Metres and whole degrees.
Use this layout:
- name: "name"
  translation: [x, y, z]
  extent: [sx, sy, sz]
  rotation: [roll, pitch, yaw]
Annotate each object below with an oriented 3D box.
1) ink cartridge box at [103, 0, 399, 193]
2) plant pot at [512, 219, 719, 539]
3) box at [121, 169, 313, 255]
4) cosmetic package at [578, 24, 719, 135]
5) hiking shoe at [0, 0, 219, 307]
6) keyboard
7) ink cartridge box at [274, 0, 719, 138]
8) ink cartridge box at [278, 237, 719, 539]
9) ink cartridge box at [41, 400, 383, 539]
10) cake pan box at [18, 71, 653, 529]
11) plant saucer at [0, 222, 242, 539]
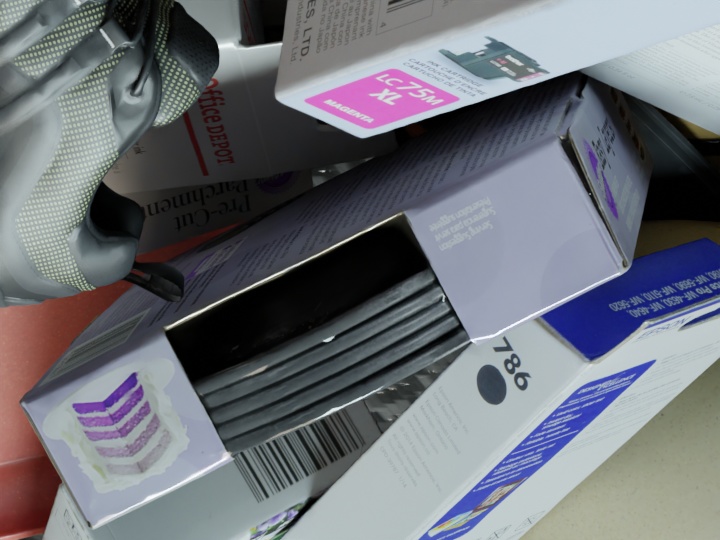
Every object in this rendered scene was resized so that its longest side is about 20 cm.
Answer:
- name: "ink cartridge box"
  translation: [-0.092, -0.072, 0.912]
  extent: [0.200, 0.067, 0.117]
  rotation: [-6, 162, 1]
- name: "plant pot"
  translation: [0.106, 0.058, 1.091]
  extent: [0.134, 0.200, 0.200]
  rotation: [31, 163, 7]
- name: "box"
  translation: [-0.115, -0.020, 0.993]
  extent: [0.200, 0.039, 0.042]
  rotation: [-18, 125, -18]
- name: "cosmetic package"
  translation: [0.111, -0.100, 0.833]
  extent: [0.200, 0.052, 0.151]
  rotation: [20, 157, -41]
- name: "hiking shoe"
  translation: [-0.091, -0.080, 0.810]
  extent: [0.100, 0.076, 0.200]
  rotation: [-3, 122, -9]
- name: "keyboard"
  translation: [0.069, -0.035, 1.090]
  extent: [0.127, 0.021, 0.200]
  rotation: [-11, 156, 24]
- name: "ink cartridge box"
  translation: [0.062, -0.112, 0.701]
  extent: [0.042, 0.120, 0.200]
  rotation: [22, 154, -36]
- name: "ink cartridge box"
  translation: [0.060, 0.044, 0.944]
  extent: [0.099, 0.039, 0.200]
  rotation: [-16, 158, -44]
- name: "ink cartridge box"
  translation: [-0.061, 0.098, 1.058]
  extent: [0.109, 0.050, 0.200]
  rotation: [-27, 167, -18]
- name: "cake pan box"
  translation: [0.000, 0.000, 0.908]
  extent: [0.184, 0.052, 0.200]
  rotation: [-28, -174, 11]
- name: "plant saucer"
  translation: [-0.134, 0.021, 1.087]
  extent: [0.199, 0.037, 0.200]
  rotation: [-13, 135, -16]
